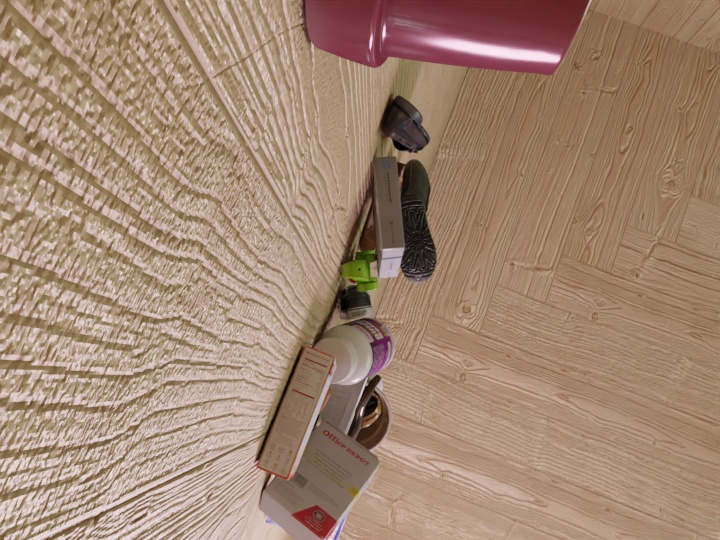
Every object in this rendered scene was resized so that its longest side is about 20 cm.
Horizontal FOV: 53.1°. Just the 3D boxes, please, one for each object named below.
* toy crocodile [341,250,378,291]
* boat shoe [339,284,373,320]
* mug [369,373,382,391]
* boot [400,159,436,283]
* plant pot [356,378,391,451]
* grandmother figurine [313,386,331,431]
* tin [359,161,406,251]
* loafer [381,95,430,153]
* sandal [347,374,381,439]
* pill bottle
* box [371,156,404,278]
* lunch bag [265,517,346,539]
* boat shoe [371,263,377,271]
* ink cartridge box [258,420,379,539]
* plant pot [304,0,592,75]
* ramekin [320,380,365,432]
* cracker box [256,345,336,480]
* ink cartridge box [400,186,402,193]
[{"bbox_3d":[0.000,0.000,1.341,0.200,0.061,0.068,-75,160,-85],"label":"toy crocodile"},{"bbox_3d":[-0.011,0.063,1.452,0.200,0.071,0.068,115,-33,-86],"label":"boat shoe"},{"bbox_3d":[-0.035,0.368,2.043,0.153,0.149,0.188,-51,156,-52],"label":"mug"},{"bbox_3d":[0.103,-0.096,1.347,0.200,0.072,0.183,-89,176,-67],"label":"boot"},{"bbox_3d":[-0.027,0.344,1.849,0.184,0.199,0.202,-105,-146,-78],"label":"plant pot"},{"bbox_3d":[-0.094,0.276,1.439,0.122,0.060,0.201,-55,165,-36],"label":"grandmother figurine"},{"bbox_3d":[0.043,-0.124,1.440,0.112,0.042,0.201,-69,177,-66],"label":"tin"},{"bbox_3d":[0.067,-0.227,1.178,0.063,0.072,0.200,-50,170,2],"label":"loafer"},{"bbox_3d":[0.014,0.319,1.592,0.082,0.054,0.201,-55,165,-73],"label":"sandal"},{"bbox_3d":[-0.015,0.154,1.366,0.200,0.112,0.113,-9,121,-68],"label":"pill bottle"},{"bbox_3d":[0.045,-0.085,1.238,0.200,0.041,0.157,95,-10,-76],"label":"box"},{"bbox_3d":[-0.100,0.482,1.542,0.201,0.169,0.124,105,5,-47],"label":"lunch bag"},{"bbox_3d":[0.070,-0.035,1.699,0.074,0.062,0.200,-60,-172,-13],"label":"boat shoe"},{"bbox_3d":[-0.076,0.414,1.389,0.200,0.145,0.084,-44,161,-40],"label":"ink cartridge box"},{"bbox_3d":[0.078,-0.229,0.510,0.200,0.178,0.201,20,90,-86],"label":"plant pot"},{"bbox_3d":[-0.063,0.305,1.622,0.200,0.104,0.201,21,90,-86],"label":"ramekin"},{"bbox_3d":[-0.100,0.231,1.168,0.134,0.057,0.201,95,17,-76],"label":"cracker box"},{"bbox_3d":[0.072,-0.133,1.664,0.200,0.047,0.161,76,35,-79],"label":"ink cartridge box"}]
